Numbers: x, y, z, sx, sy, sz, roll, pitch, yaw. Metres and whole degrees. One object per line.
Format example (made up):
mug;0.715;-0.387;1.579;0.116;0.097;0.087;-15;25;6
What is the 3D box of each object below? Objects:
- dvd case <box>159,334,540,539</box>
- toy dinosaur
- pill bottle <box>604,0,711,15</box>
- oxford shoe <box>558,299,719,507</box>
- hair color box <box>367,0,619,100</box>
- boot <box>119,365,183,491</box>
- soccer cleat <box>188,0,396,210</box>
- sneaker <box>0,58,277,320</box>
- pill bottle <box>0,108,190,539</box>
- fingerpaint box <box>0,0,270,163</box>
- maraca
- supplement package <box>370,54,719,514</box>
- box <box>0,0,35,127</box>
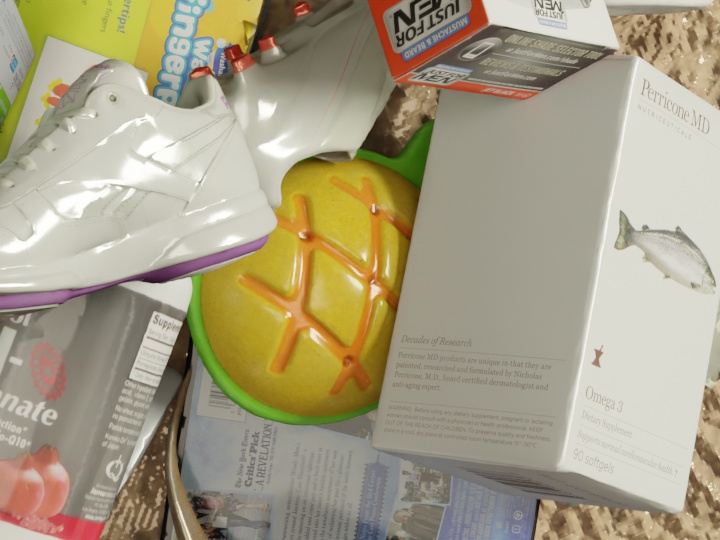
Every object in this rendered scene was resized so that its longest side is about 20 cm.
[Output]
dvd case;-0.003;0.119;1.197;0.199;0.018;0.144;9;94;-3
toy dinosaur;-0.075;0.165;1.150;0.060;0.106;0.201;-22;107;18
pill bottle;0.122;-0.231;1.126;0.110;0.111;0.201;-2;94;-2
oxford shoe;0.168;0.044;1.174;0.058;0.075;0.200;34;89;-10
hair color box;0.039;-0.185;1.040;0.064;0.111;0.201;-28;72;34
boot;-0.179;0.112;1.148;0.095;0.074;0.200;34;72;-1
soccer cleat;-0.010;-0.098;1.124;0.200;0.069;0.078;-37;111;-41
sneaker;-0.131;-0.034;0.956;0.199;0.075;0.100;-15;93;-40
pill bottle;-0.146;0.032;1.061;0.110;0.111;0.201;21;87;-3
fingerpaint box;-0.135;-0.127;1.148;0.166;0.073;0.201;15;95;-2
maraca;0.000;0.000;1.150;0.199;0.107;0.138;-24;102;-27
supplement package;0.100;0.007;1.104;0.117;0.117;0.201;3;77;40
box;-0.228;-0.057;1.003;0.096;0.200;0.177;26;84;-1
